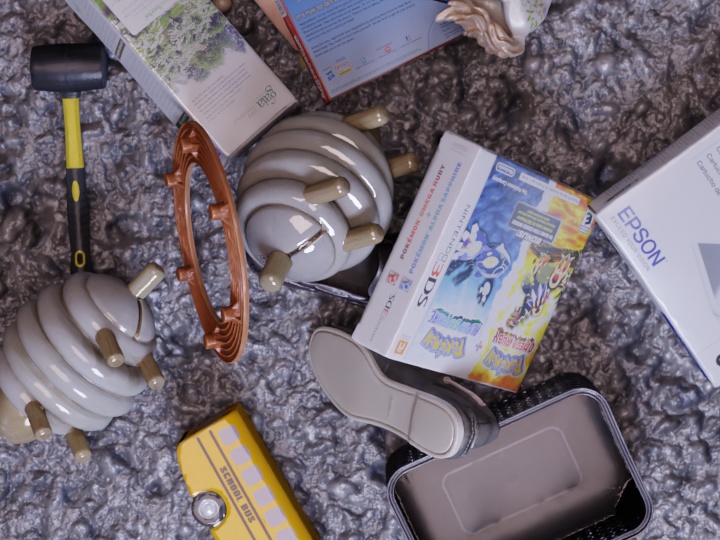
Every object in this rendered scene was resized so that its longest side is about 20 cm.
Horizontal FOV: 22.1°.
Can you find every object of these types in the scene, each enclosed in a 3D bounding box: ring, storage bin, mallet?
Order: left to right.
[{"bbox_3d":[-0.234,-0.096,1.573,0.066,0.041,0.200,-10,100,-1],"label":"mallet"},{"bbox_3d":[-0.128,-0.022,1.496,0.019,0.200,0.201,-10,95,-18],"label":"ring"},{"bbox_3d":[0.132,0.187,1.565,0.200,0.094,0.135,-25,95,3],"label":"storage bin"}]

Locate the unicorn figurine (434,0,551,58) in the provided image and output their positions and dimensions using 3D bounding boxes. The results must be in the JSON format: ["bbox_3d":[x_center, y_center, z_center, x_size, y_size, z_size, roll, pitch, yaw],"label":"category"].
[{"bbox_3d":[0.149,-0.262,1.534,0.137,0.074,0.200,35,89,-15],"label":"unicorn figurine"}]

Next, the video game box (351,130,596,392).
[{"bbox_3d":[0.099,-0.002,1.506,0.047,0.200,0.182,31,98,38],"label":"video game box"}]

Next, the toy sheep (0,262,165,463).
[{"bbox_3d":[-0.231,0.070,1.536,0.200,0.138,0.138,-42,94,9],"label":"toy sheep"}]

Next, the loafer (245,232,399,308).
[{"bbox_3d":[0.000,0.000,1.563,0.200,0.063,0.072,8,96,0],"label":"loafer"}]

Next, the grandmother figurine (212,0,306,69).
[{"bbox_3d":[-0.085,-0.271,1.543,0.121,0.061,0.200,-45,96,-11],"label":"grandmother figurine"}]

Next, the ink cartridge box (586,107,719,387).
[{"bbox_3d":[0.325,-0.034,1.549,0.200,0.041,0.200,-37,108,3],"label":"ink cartridge box"}]

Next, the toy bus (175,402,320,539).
[{"bbox_3d":[-0.088,0.220,1.582,0.078,0.065,0.200,-30,94,1],"label":"toy bus"}]

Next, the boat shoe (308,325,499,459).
[{"bbox_3d":[0.034,0.102,1.540,0.057,0.200,0.067,0,112,-42],"label":"boat shoe"}]

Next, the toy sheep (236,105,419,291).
[{"bbox_3d":[-0.035,-0.058,1.472,0.138,0.200,0.138,15,133,17],"label":"toy sheep"}]

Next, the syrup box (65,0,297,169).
[{"bbox_3d":[-0.151,-0.184,1.531,0.079,0.081,0.200,-42,95,-13],"label":"syrup box"}]

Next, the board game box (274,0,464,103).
[{"bbox_3d":[0.034,-0.227,1.531,0.200,0.019,0.103,-28,96,-19],"label":"board game box"}]
